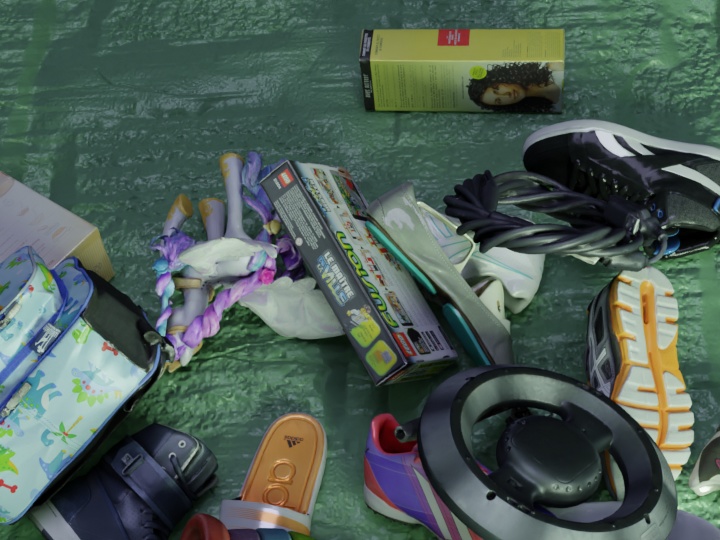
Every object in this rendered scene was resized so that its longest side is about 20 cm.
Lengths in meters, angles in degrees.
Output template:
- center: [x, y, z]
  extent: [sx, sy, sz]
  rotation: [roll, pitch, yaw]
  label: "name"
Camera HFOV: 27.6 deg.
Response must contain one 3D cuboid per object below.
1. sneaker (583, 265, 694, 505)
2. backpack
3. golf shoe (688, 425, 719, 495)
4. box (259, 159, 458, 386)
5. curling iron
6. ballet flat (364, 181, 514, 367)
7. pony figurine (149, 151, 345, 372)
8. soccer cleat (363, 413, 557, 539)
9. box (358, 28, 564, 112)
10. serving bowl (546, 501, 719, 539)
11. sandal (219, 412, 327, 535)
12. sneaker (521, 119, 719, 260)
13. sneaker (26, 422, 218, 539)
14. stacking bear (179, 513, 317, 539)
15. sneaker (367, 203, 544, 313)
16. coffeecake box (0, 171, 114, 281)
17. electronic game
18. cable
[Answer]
- center: [0.220, 0.098, 1.203]
  extent: [0.078, 0.077, 0.201]
  rotation: [14, 68, -21]
  label: "sneaker"
- center: [-0.273, 0.085, 1.180]
  extent: [0.200, 0.147, 0.183]
  rotation: [-51, 21, -3]
  label: "backpack"
- center: [0.346, 0.192, 1.125]
  extent: [0.088, 0.077, 0.200]
  rotation: [-46, 56, -3]
  label: "golf shoe"
- center: [0.000, 0.000, 1.238]
  extent: [0.035, 0.110, 0.201]
  rotation: [-36, 74, 22]
  label: "box"
- center: [0.090, 0.116, 1.149]
  extent: [0.049, 0.026, 0.199]
  rotation: [22, 12, 36]
  label: "curling iron"
- center: [0.084, 0.011, 1.237]
  extent: [0.064, 0.067, 0.200]
  rotation: [-38, 89, -6]
  label: "ballet flat"
- center: [-0.108, -0.008, 1.288]
  extent: [0.192, 0.166, 0.201]
  rotation: [-18, 48, 34]
  label: "pony figurine"
- center: [0.072, 0.165, 1.114]
  extent: [0.068, 0.074, 0.199]
  rotation: [-16, 18, -37]
  label: "soccer cleat"
- center: [0.100, -0.197, 1.442]
  extent: [0.199, 0.075, 0.050]
  rotation: [1, 52, 8]
  label: "box"
- center: [0.169, 0.236, 1.063]
  extent: [0.199, 0.066, 0.200]
  rotation: [-9, 12, 2]
  label: "serving bowl"
- center: [-0.076, 0.190, 1.167]
  extent: [0.079, 0.059, 0.208]
  rotation: [4, 53, 10]
  label: "sandal"
- center: [0.239, -0.069, 1.326]
  extent: [0.199, 0.073, 0.112]
  rotation: [8, 52, 10]
  label: "sneaker"
- center: [-0.153, 0.210, 1.150]
  extent: [0.146, 0.077, 0.202]
  rotation: [-36, 56, -17]
  label: "sneaker"
- center: [-0.035, 0.249, 1.065]
  extent: [0.199, 0.122, 0.114]
  rotation: [15, 15, -15]
  label: "stacking bear"
- center: [0.065, -0.010, 1.303]
  extent: [0.199, 0.071, 0.081]
  rotation: [5, 55, 10]
  label: "sneaker"
- center: [-0.354, -0.010, 1.346]
  extent: [0.199, 0.073, 0.154]
  rotation: [29, 60, 25]
  label: "coffeecake box"
- center: [0.137, 0.141, 1.074]
  extent: [0.199, 0.042, 0.201]
  rotation: [12, 36, -9]
  label: "electronic game"
- center: [0.149, -0.040, 1.229]
  extent: [0.162, 0.051, 0.200]
  rotation: [-5, 21, -24]
  label: "cable"
